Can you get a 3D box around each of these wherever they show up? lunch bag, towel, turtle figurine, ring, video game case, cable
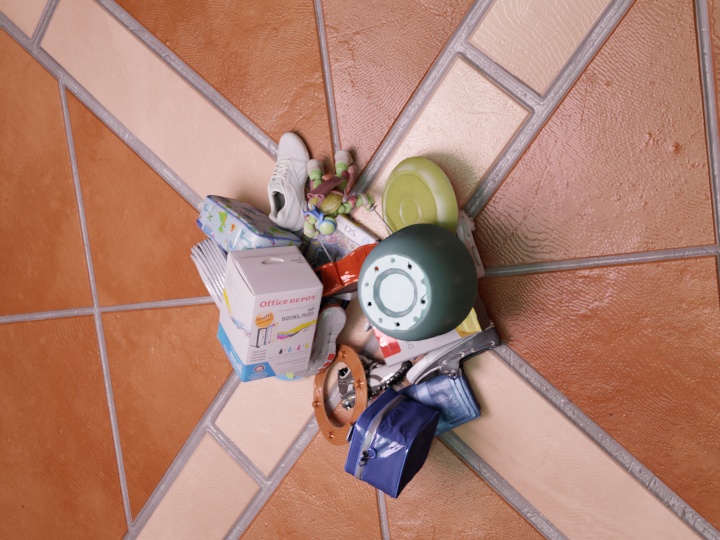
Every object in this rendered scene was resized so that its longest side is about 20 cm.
[{"bbox_3d":[0.049,0.319,1.394,0.130,0.199,0.139,22,109,21],"label":"lunch bag"},{"bbox_3d":[0.135,0.275,1.487,0.198,0.048,0.113,-29,85,24],"label":"towel"},{"bbox_3d":[-0.045,-0.123,1.469,0.144,0.197,0.197,-39,42,40],"label":"turtle figurine"},{"bbox_3d":[-0.225,-0.076,1.520,0.199,0.159,0.084,35,107,33],"label":"lunch bag"},{"bbox_3d":[-0.049,0.253,1.518,0.199,0.019,0.206,-12,76,55],"label":"ring"},{"bbox_3d":[-0.073,-0.026,1.547,0.179,0.025,0.202,35,108,15],"label":"video game case"},{"bbox_3d":[-0.284,0.029,1.552,0.068,0.202,0.201,-28,49,-10],"label":"cable"}]

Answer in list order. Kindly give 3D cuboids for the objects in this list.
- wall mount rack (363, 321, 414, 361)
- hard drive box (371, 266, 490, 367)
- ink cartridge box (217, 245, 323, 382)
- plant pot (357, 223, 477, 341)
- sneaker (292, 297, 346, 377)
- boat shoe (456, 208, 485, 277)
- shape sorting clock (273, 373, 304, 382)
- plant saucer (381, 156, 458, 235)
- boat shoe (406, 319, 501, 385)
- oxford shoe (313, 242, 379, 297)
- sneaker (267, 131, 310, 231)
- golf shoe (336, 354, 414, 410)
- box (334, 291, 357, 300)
[{"bbox_3d":[0.095,0.071,1.463,0.198,0.074,0.177,29,104,15],"label":"wall mount rack"},{"bbox_3d":[0.118,0.068,1.377,0.197,0.077,0.159,-24,87,24],"label":"hard drive box"},{"bbox_3d":[-0.174,0.079,1.417,0.145,0.144,0.203,50,137,44],"label":"ink cartridge box"},{"bbox_3d":[0.085,0.027,1.257,0.196,0.160,0.206,3,98,22],"label":"plant pot"},{"bbox_3d":[-0.088,0.130,1.517,0.202,0.076,0.083,-60,37,29],"label":"sneaker"},{"bbox_3d":[0.187,-0.077,1.418,0.065,0.074,0.205,-13,91,-4],"label":"boat shoe"},{"bbox_3d":[-0.166,0.140,1.595,0.196,0.039,0.205,5,103,23],"label":"shape sorting clock"},{"bbox_3d":[0.102,-0.112,1.413,0.198,0.031,0.205,20,116,47],"label":"plant saucer"},{"bbox_3d":[0.182,0.172,1.427,0.198,0.070,0.067,-33,69,4],"label":"boat shoe"},{"bbox_3d":[0.000,0.000,1.435,0.196,0.073,0.073,-17,72,11],"label":"oxford shoe"},{"bbox_3d":[-0.149,-0.186,1.518,0.069,0.080,0.205,-6,82,33],"label":"sneaker"},{"bbox_3d":[0.020,0.206,1.500,0.198,0.077,0.096,-32,73,34],"label":"golf shoe"},{"bbox_3d":[-0.100,0.022,1.531,0.196,0.041,0.040,10,102,21],"label":"box"}]
